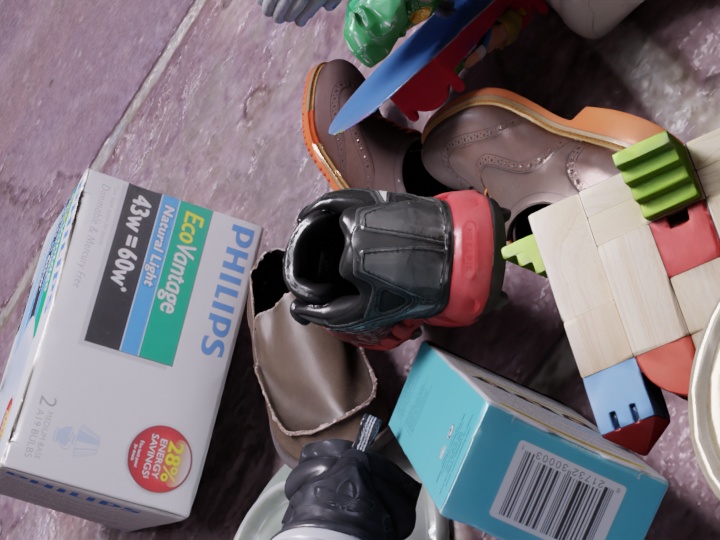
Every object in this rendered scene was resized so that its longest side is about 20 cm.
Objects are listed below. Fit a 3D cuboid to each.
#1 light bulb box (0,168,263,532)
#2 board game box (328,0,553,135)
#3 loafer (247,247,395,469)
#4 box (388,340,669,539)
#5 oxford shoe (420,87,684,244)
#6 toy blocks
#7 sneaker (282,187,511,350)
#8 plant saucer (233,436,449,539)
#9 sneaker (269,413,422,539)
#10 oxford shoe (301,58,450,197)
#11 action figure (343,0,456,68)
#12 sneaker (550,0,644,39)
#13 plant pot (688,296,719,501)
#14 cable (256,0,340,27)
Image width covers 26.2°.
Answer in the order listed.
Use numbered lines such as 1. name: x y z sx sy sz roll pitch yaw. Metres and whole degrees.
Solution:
1. light bulb box: -0.168 0.062 1.040 0.200 0.124 0.201 148 137 -68
2. board game box: 0.066 -0.133 0.881 0.200 0.039 0.158 -42 11 13
3. loafer: -0.037 0.049 0.913 0.072 0.072 0.200 -26 30 -5
4. box: 0.066 0.080 0.689 0.200 0.082 0.050 -140 74 -84
5. oxford shoe: 0.085 -0.046 0.812 0.073 0.071 0.199 -56 29 -13
6. toy blocks: 0.164 0.014 0.641 0.198 0.100 0.138 -24 70 22
7. sneaker: 0.000 0.000 0.790 0.200 0.097 0.072 156 117 -71
8. plant saucer: -0.031 0.175 0.876 0.200 0.050 0.202 -35 43 40
9. sneaker: -0.013 0.160 0.769 0.201 0.075 0.114 102 -174 -46
10. oxford shoe: 0.019 -0.066 0.948 0.072 0.071 0.201 -42 49 27
11. action figure: 0.049 -0.167 0.815 0.118 0.055 0.200 -27 16 52
12. sneaker: 0.167 -0.168 0.779 0.078 0.099 0.200 -41 -8 -31
13. plant pot: 0.197 0.061 0.463 0.187 0.199 0.189 -34 44 41
14. cable: 0.009 -0.218 0.839 0.200 0.069 0.200 -51 9 -29
